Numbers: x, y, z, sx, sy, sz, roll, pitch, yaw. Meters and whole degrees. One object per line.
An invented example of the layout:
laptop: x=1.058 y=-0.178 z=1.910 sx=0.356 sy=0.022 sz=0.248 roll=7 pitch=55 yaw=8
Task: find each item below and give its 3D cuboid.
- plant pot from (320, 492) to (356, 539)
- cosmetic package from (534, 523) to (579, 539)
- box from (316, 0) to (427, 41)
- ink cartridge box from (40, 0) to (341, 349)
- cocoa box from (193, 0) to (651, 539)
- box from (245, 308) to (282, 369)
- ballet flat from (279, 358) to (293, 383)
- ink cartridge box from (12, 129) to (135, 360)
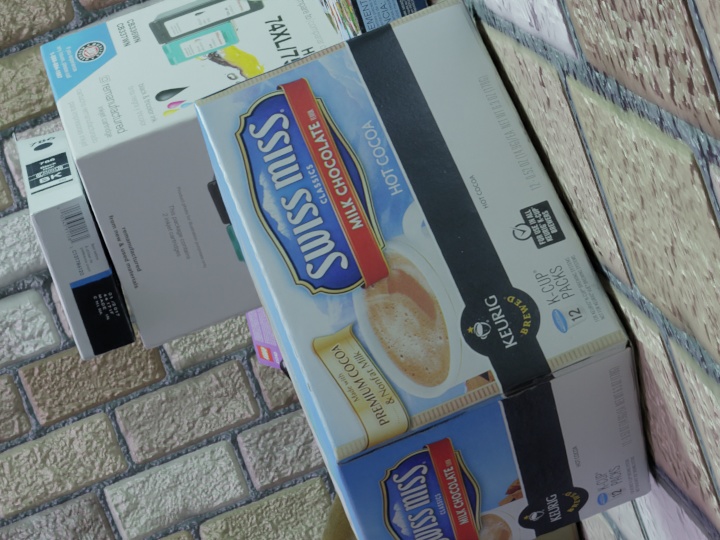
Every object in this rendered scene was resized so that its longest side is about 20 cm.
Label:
plant pot: x=0.019 y=0.195 z=1.646 sx=0.200 sy=0.027 sz=0.202 roll=11 pitch=-90 yaw=-67
cosmetic package: x=0.094 y=0.174 z=1.620 sx=0.201 sy=0.071 sz=0.106 roll=73 pitch=176 yaw=-53
box: x=-0.009 y=-0.177 z=1.359 sx=0.200 sy=0.037 sz=0.137 roll=-117 pitch=7 yaw=-64
ink cartridge box: x=-0.070 y=-0.079 z=1.590 sx=0.147 sy=0.199 sz=0.147 roll=-116 pitch=7 yaw=-55
cocoa box: x=0.026 y=0.011 z=1.139 sx=0.134 sy=0.130 sz=0.201 roll=73 pitch=175 yaw=-57
box: x=-0.042 y=-0.045 z=1.898 sx=0.039 sy=0.137 sz=0.201 roll=14 pitch=135 yaw=32
ballet flat: x=0.000 y=0.000 z=1.626 sx=0.057 sy=0.066 sz=0.201 roll=36 pitch=-136 yaw=-21
ink cartridge box: x=-0.178 y=-0.024 z=1.622 sx=0.200 sy=0.039 sz=0.100 roll=-123 pitch=13 yaw=-69
